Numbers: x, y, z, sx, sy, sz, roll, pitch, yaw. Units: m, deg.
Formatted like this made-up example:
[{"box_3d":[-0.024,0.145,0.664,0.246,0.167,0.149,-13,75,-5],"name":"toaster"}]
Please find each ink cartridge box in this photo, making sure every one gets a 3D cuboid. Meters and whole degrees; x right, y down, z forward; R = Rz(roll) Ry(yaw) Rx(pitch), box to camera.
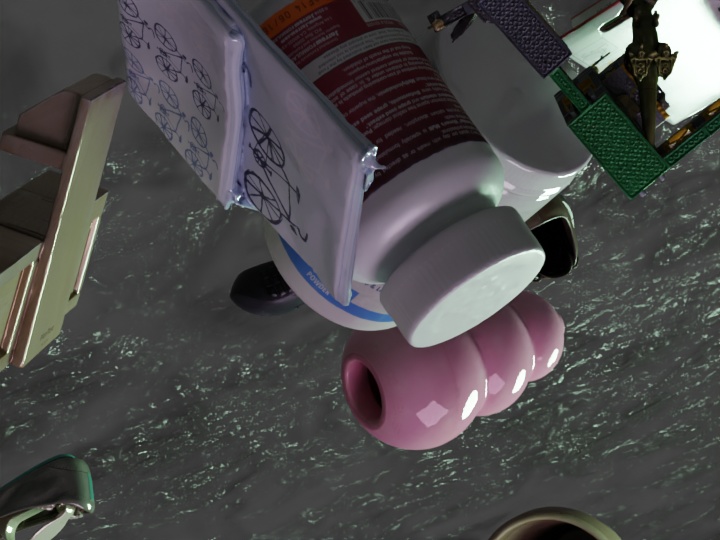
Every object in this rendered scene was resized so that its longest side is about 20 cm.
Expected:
[{"box_3d":[0.201,-0.162,1.228,0.109,0.050,0.200,-31,155,24],"name":"ink cartridge box"}]

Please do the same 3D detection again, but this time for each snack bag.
[{"box_3d":[-0.065,-0.080,1.006,0.021,0.200,0.189,-37,163,-19],"name":"snack bag"}]

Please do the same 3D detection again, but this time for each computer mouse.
[{"box_3d":[0.000,0.000,1.411,0.199,0.034,0.059,-16,158,8],"name":"computer mouse"}]

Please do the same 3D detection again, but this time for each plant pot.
[{"box_3d":[0.262,0.380,2.370,0.200,0.201,0.175,-30,173,22],"name":"plant pot"}]

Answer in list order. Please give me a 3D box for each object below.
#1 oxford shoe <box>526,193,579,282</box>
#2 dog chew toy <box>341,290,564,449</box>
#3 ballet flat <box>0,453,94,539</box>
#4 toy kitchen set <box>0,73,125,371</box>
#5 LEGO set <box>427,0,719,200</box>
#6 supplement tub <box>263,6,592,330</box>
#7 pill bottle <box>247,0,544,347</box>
[{"box_3d":[0.131,-0.021,1.444,0.073,0.085,0.200,-25,159,7],"name":"oxford shoe"},{"box_3d":[0.084,0.072,1.578,0.200,0.125,0.125,-17,159,-30],"name":"dog chew toy"},{"box_3d":[-0.317,0.223,1.637,0.200,0.064,0.067,-26,157,14],"name":"ballet flat"},{"box_3d":[-0.248,-0.054,1.086,0.200,0.180,0.164,-56,165,-73],"name":"toy kitchen set"},{"box_3d":[0.151,-0.143,1.101,0.154,0.200,0.116,-48,-171,12],"name":"LEGO set"},{"box_3d":[0.040,-0.061,1.213,0.132,0.132,0.200,-1,151,-40],"name":"supplement tub"},{"box_3d":[0.012,-0.063,1.072,0.109,0.200,0.110,-30,162,-11],"name":"pill bottle"}]
